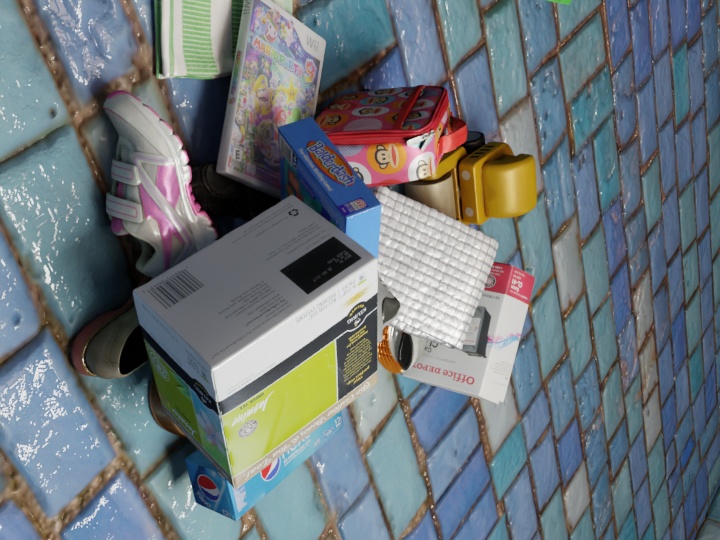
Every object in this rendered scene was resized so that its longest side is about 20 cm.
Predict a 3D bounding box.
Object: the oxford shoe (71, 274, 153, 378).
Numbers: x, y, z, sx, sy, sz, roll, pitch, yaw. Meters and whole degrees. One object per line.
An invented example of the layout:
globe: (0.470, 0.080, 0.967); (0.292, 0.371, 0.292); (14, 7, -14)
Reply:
oxford shoe: (-0.203, 0.046, 0.971); (0.200, 0.074, 0.071); (-49, 135, -34)

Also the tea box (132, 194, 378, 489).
tea box: (-0.095, 0.070, 0.931); (0.200, 0.133, 0.198); (-33, 143, -29)

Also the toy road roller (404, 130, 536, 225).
toy road roller: (0.169, -0.121, 1.367); (0.200, 0.145, 0.124); (-36, 126, -43)

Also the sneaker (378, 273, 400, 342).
sneaker: (0.000, 0.000, 1.165); (0.115, 0.075, 0.201); (29, 53, -48)

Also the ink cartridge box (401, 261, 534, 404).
ink cartridge box: (0.163, 0.084, 1.415); (0.085, 0.147, 0.201); (25, 78, -53)

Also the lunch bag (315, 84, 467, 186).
lunch bag: (0.039, -0.162, 1.118); (0.200, 0.175, 0.082); (-65, 152, -61)

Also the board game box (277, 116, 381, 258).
board game box: (-0.036, -0.041, 1.014); (0.045, 0.152, 0.201); (-22, 144, -21)

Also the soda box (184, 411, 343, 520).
soda box: (-0.107, 0.199, 1.088); (0.200, 0.068, 0.065); (-34, 125, -45)

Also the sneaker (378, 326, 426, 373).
sneaker: (0.071, 0.044, 1.357); (0.092, 0.075, 0.201); (-8, 109, -66)

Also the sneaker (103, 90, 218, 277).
sneaker: (-0.211, -0.076, 0.920); (0.088, 0.081, 0.201); (-29, 110, -22)

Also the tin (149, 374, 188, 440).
tin: (-0.163, 0.151, 1.088); (0.200, 0.042, 0.113); (40, 63, -50)

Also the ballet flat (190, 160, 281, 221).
ballet flat: (-0.135, -0.085, 1.062); (0.200, 0.057, 0.067); (13, 63, -59)

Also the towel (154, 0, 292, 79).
towel: (-0.142, -0.283, 1.007); (0.199, 0.023, 0.154); (-17, 112, -50)

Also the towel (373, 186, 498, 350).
towel: (0.067, -0.002, 1.252); (0.199, 0.086, 0.167); (23, 87, -12)

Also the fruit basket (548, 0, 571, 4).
fruit basket: (0.284, -0.513, 1.404); (0.215, 0.155, 0.217); (-35, 140, -36)

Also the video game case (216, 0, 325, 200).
video game case: (-0.096, -0.188, 1.044); (0.143, 0.018, 0.202); (19, 77, -57)
